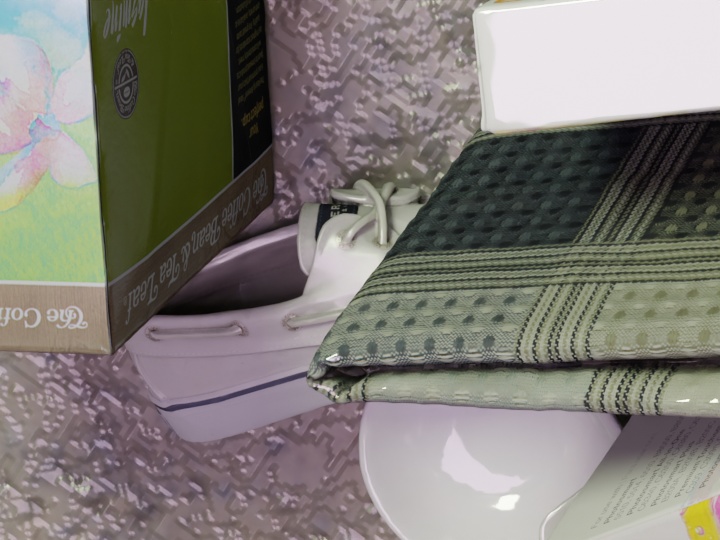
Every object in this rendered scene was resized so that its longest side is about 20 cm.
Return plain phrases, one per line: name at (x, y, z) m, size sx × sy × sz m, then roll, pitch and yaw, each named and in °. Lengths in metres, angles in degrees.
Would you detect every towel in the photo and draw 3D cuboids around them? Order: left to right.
towel at (0.106, -0.014, 0.977) m, size 0.199 × 0.193 × 0.035 m, roll -3°, pitch 120°, yaw 30°

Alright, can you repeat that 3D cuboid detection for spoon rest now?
spoon rest at (0.091, 0.091, 1.094) m, size 0.199 × 0.061 × 0.100 m, roll 27°, pitch 110°, yaw 5°

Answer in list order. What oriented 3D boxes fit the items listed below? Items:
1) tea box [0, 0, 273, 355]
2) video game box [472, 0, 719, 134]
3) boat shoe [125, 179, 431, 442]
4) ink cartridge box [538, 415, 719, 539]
tea box at (-0.120, -0.092, 1.023) m, size 0.133 × 0.200 × 0.198 m, roll 1°, pitch 105°, yaw 14°
video game box at (0.151, -0.087, 0.962) m, size 0.199 × 0.182 × 0.047 m, roll -6°, pitch 102°, yaw 16°
boat shoe at (0.000, 0.000, 1.084) m, size 0.199 × 0.072 × 0.066 m, roll -18°, pitch 120°, yaw 27°
ink cartridge box at (0.167, 0.087, 0.972) m, size 0.199 × 0.125 × 0.129 m, roll -24°, pitch 108°, yaw 44°
